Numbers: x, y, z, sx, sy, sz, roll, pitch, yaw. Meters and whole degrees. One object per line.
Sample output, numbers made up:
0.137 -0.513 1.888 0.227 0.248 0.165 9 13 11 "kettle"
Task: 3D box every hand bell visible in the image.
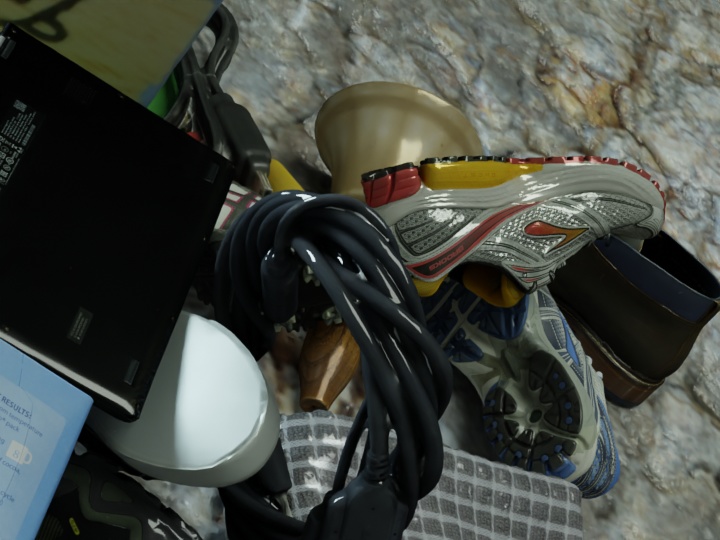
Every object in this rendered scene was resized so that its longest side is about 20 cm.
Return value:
0.000 0.000 1.144 0.104 0.104 0.201 32 49 -18 "hand bell"

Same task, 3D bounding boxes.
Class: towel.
0.034 0.166 0.989 0.199 0.086 0.166 18 44 -33 "towel"

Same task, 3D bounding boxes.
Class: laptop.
-0.184 -0.012 0.906 0.199 0.116 0.188 31 37 -11 "laptop"

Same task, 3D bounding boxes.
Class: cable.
-0.093 -0.085 1.163 0.097 0.050 0.200 -1 41 -26 "cable"
-0.020 0.048 0.872 0.051 0.201 0.163 -8 36 -25 "cable"

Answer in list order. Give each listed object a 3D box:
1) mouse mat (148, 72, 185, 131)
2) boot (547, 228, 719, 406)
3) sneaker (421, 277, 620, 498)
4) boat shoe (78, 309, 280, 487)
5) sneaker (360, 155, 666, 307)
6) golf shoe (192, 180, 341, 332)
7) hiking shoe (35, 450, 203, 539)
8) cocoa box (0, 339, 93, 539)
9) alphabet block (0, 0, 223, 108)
-0.157 -0.086 1.119 0.199 0.008 0.161 2 53 -44 "mouse mat"
0.141 -0.019 1.274 0.200 0.097 0.075 48 35 4 "boot"
0.097 0.055 1.188 0.085 0.077 0.201 38 26 -43 "sneaker"
-0.094 0.057 0.905 0.071 0.200 0.064 -47 128 -16 "boat shoe"
0.087 -0.021 1.141 0.199 0.078 0.083 -4 88 -31 "sneaker"
-0.074 -0.026 1.052 0.199 0.077 0.088 13 53 -24 "golf shoe"
-0.101 0.153 0.868 0.200 0.076 0.101 32 72 22 "hiking shoe"
-0.229 0.072 0.773 0.200 0.131 0.134 35 39 -15 "cocoa box"
-0.168 -0.239 1.094 0.199 0.196 0.197 18 38 -30 "alphabet block"
